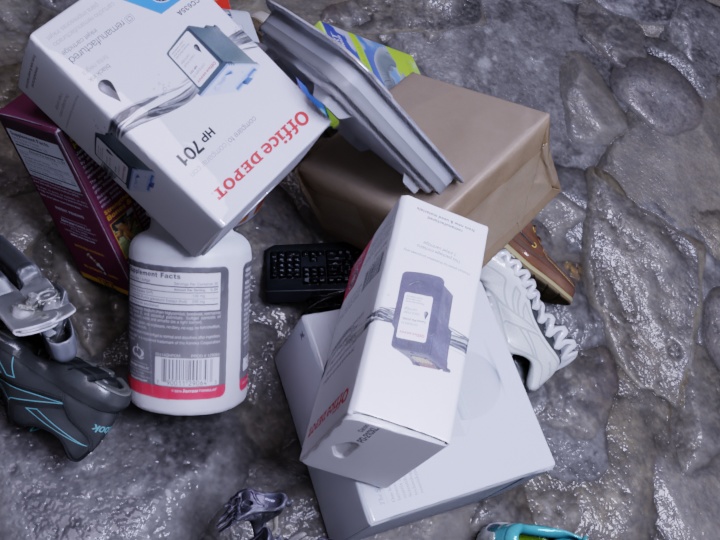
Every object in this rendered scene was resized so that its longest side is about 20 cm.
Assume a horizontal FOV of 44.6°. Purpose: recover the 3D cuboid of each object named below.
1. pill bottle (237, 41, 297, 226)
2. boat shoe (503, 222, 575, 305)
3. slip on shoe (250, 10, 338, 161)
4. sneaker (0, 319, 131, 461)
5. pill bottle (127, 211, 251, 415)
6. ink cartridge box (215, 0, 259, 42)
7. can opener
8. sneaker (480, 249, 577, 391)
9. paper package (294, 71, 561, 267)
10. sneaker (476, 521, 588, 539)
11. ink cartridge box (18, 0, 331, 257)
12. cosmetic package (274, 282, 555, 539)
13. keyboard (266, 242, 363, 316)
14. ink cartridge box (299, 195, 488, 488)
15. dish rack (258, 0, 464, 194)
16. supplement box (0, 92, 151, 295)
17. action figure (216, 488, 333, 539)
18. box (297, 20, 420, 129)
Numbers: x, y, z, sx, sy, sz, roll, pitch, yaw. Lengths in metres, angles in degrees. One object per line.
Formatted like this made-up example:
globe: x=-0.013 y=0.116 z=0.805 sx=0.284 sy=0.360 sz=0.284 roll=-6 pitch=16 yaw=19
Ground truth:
pill bottle: x=-0.130 y=-0.135 z=0.887 sx=0.112 sy=0.200 sz=0.113 roll=9 pitch=61 yaw=-17
boat shoe: x=0.178 y=-0.030 z=1.000 sx=0.200 sy=0.072 sz=0.068 roll=36 pitch=74 yaw=-21
slip on shoe: x=-0.092 y=-0.213 z=1.024 sx=0.060 sy=0.076 sz=0.200 roll=-28 pitch=82 yaw=-18
sneaker: x=-0.303 y=0.093 z=0.778 sx=0.200 sy=0.075 sz=0.079 roll=28 pitch=94 yaw=14
pill bottle: x=-0.155 y=0.021 z=0.798 sx=0.110 sy=0.111 sz=0.201 roll=-1 pitch=100 yaw=-21
ink cartridge box: x=-0.211 y=-0.297 z=0.994 sx=0.160 sy=0.047 sz=0.200 roll=0 pitch=45 yaw=-21
can opener: x=-0.305 y=0.026 z=0.780 sx=0.053 sy=0.067 sz=0.200 roll=-25 pitch=31 yaw=-29
sneaker: x=0.157 y=0.047 z=0.957 sx=0.081 sy=0.075 sz=0.200 roll=-44 pitch=106 yaw=-18
paper package: x=0.072 y=-0.099 z=0.908 sx=0.191 sy=0.104 sz=0.200 roll=-43 pitch=46 yaw=-20
sneaker: x=0.212 y=0.297 z=0.867 sx=0.199 sy=0.080 sz=0.078 roll=18 pitch=59 yaw=-12
ink cartridge box: x=-0.147 y=-0.135 z=0.713 sx=0.200 sy=0.086 sz=0.147 roll=44 pitch=60 yaw=-6
cosmetic package: x=0.046 y=0.137 z=0.860 sx=0.199 sy=0.123 sz=0.200 roll=-9 pitch=67 yaw=-26
keyboard: x=0.000 y=0.000 z=0.924 sx=0.199 sy=0.040 sz=0.104 roll=-3 pitch=51 yaw=-4
ink cartridge box: x=0.028 y=0.063 z=0.734 sx=0.084 sy=0.145 sz=0.201 roll=20 pitch=59 yaw=-9
dish rack: x=-0.006 y=-0.144 z=0.781 sx=0.044 sy=0.200 sz=0.172 roll=-49 pitch=45 yaw=2
supplement box: x=-0.232 y=-0.087 z=0.819 sx=0.085 sy=0.200 sz=0.110 roll=18 pitch=51 yaw=30
action figure: x=-0.058 y=0.276 z=0.763 sx=0.200 sy=0.102 sz=0.119 roll=55 pitch=16 yaw=-33
box: x=0.008 y=-0.214 z=1.025 sx=0.200 sy=0.048 sz=0.122 roll=2 pitch=60 yaw=-50
